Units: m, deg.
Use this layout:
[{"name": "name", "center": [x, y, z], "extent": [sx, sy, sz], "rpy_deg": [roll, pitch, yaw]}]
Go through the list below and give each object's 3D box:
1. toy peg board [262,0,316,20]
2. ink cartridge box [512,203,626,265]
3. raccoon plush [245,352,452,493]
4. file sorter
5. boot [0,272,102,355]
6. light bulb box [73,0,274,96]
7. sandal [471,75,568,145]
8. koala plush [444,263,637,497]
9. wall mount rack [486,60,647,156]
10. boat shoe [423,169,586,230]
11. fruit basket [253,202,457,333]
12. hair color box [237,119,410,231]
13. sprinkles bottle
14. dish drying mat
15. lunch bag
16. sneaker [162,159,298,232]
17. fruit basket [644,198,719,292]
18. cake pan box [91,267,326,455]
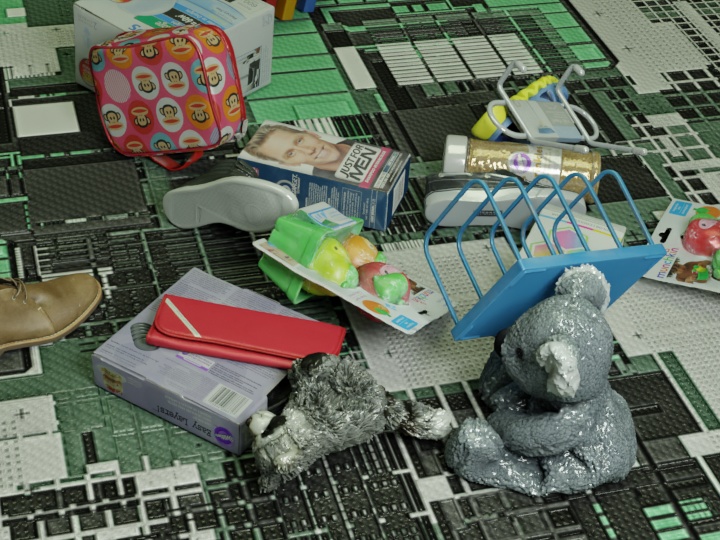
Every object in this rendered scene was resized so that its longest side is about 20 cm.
[{"name": "toy peg board", "center": [-0.170, -0.434, 2.177], "extent": [0.198, 0.098, 0.200], "rpy_deg": [-12, 38, -46]}, {"name": "ink cartridge box", "center": [0.231, 0.009, 1.649], "extent": [0.103, 0.060, 0.200], "rpy_deg": [17, 39, 15]}, {"name": "raccoon plush", "center": [-0.012, 0.164, 1.397], "extent": [0.198, 0.097, 0.135], "rpy_deg": [11, 53, 4]}, {"name": "file sorter", "center": [0.185, -0.022, 1.494], "extent": [0.199, 0.139, 0.123], "rpy_deg": [-6, 61, -35]}, {"name": "boot", "center": [-0.365, 0.037, 1.537], "extent": [0.199, 0.076, 0.073], "rpy_deg": [-25, 44, -35]}, {"name": "light bulb box", "center": [-0.255, -0.310, 1.958], "extent": [0.197, 0.126, 0.200], "rpy_deg": [29, 42, 28]}, {"name": "sandal", "center": [0.227, -0.197, 1.919], "extent": [0.087, 0.080, 0.200], "rpy_deg": [49, 44, 5]}, {"name": "koala plush", "center": [0.196, 0.104, 1.406], "extent": [0.182, 0.201, 0.178], "rpy_deg": [16, 38, 14]}, {"name": "wall mount rack", "center": [0.265, -0.191, 1.826], "extent": [0.199, 0.075, 0.174], "rpy_deg": [-3, 53, -40]}, {"name": "boat shoe", "center": [0.177, -0.094, 1.762], "extent": [0.198, 0.072, 0.068], "rpy_deg": [0, 55, 5]}, {"name": "fruit basket", "center": [0.000, 0.000, 1.573], "extent": [0.199, 0.094, 0.185], "rpy_deg": [23, 16, 16]}, {"name": "hair color box", "center": [-0.046, -0.121, 1.788], "extent": [0.198, 0.061, 0.100], "rpy_deg": [14, 38, 12]}, {"name": "sprinkles bottle", "center": [0.203, -0.129, 1.819], "extent": [0.198, 0.069, 0.068], "rpy_deg": [6, 37, 2]}, {"name": "dish drying mat", "center": [-0.118, 0.066, 1.491], "extent": [0.198, 0.018, 0.077], "rpy_deg": [9, 37, 5]}, {"name": "lunch bag", "center": [-0.240, -0.213, 1.793], "extent": [0.199, 0.178, 0.082], "rpy_deg": [1, 23, 33]}, {"name": "sneaker", "center": [-0.135, -0.096, 1.699], "extent": [0.199, 0.071, 0.099], "rpy_deg": [0, 29, 38]}, {"name": "fruit basket", "center": [0.444, -0.031, 1.700], "extent": [0.199, 0.094, 0.185], "rpy_deg": [17, 39, 21]}, {"name": "cake pan box", "center": [-0.151, 0.091, 1.510], "extent": [0.199, 0.053, 0.184], "rpy_deg": [21, 42, 21]}]
